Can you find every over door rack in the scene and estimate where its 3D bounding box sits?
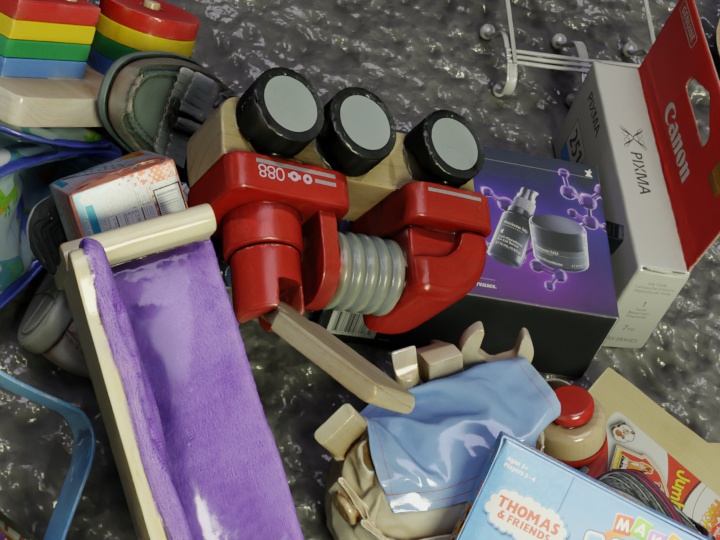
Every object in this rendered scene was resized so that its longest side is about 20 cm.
[{"bbox_3d":[0.178,-0.231,1.152,0.146,0.067,0.203,4,73,-15],"label":"over door rack"}]

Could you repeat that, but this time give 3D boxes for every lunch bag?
[{"bbox_3d":[-0.272,-0.059,0.837,0.169,0.129,0.200,27,43,19],"label":"lunch bag"}]

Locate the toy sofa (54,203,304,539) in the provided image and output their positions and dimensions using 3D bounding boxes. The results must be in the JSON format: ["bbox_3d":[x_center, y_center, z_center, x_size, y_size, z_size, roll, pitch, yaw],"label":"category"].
[{"bbox_3d":[-0.085,0.074,0.678,0.082,0.098,0.203,-16,84,-19],"label":"toy sofa"}]

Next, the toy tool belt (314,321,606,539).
[{"bbox_3d":[0.066,0.095,0.809,0.198,0.124,0.125,-23,43,-19],"label":"toy tool belt"}]

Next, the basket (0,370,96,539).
[{"bbox_3d":[-0.217,0.135,0.674,0.176,0.138,0.202,41,56,-44],"label":"basket"}]

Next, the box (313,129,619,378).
[{"bbox_3d":[0.071,-0.016,0.957,0.197,0.079,0.142,9,49,-11],"label":"box"}]

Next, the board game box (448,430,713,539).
[{"bbox_3d":[0.100,0.213,0.741,0.150,0.037,0.202,26,90,3],"label":"board game box"}]

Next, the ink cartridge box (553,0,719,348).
[{"bbox_3d":[0.202,-0.076,0.980,0.044,0.177,0.202,6,51,-14],"label":"ink cartridge box"}]

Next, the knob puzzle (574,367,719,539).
[{"bbox_3d":[0.188,0.184,0.870,0.216,0.031,0.222,9,54,-12],"label":"knob puzzle"}]

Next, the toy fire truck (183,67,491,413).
[{"bbox_3d":[0.000,0.000,0.765,0.174,0.128,0.203,10,63,-32],"label":"toy fire truck"}]

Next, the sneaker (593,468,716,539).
[{"bbox_3d":[0.205,0.199,0.801,0.201,0.081,0.074,51,35,12],"label":"sneaker"}]

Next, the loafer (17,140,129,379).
[{"bbox_3d":[-0.160,-0.017,0.897,0.063,0.072,0.202,38,50,-24],"label":"loafer"}]

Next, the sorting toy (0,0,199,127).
[{"bbox_3d":[-0.211,-0.165,0.897,0.199,0.070,0.198,29,20,28],"label":"sorting toy"}]

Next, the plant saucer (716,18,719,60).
[{"bbox_3d":[0.401,-0.166,1.207,0.197,0.036,0.202,9,51,-11],"label":"plant saucer"}]

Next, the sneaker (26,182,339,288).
[{"bbox_3d":[-0.114,-0.018,0.853,0.198,0.077,0.077,4,10,-29],"label":"sneaker"}]

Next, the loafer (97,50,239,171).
[{"bbox_3d":[-0.089,-0.089,0.886,0.062,0.199,0.073,20,88,29],"label":"loafer"}]

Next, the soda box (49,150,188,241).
[{"bbox_3d":[-0.114,0.036,0.780,0.063,0.068,0.203,-20,105,-18],"label":"soda box"}]

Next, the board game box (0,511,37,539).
[{"bbox_3d":[-0.139,0.194,0.616,0.200,0.023,0.106,47,46,-30],"label":"board game box"}]
